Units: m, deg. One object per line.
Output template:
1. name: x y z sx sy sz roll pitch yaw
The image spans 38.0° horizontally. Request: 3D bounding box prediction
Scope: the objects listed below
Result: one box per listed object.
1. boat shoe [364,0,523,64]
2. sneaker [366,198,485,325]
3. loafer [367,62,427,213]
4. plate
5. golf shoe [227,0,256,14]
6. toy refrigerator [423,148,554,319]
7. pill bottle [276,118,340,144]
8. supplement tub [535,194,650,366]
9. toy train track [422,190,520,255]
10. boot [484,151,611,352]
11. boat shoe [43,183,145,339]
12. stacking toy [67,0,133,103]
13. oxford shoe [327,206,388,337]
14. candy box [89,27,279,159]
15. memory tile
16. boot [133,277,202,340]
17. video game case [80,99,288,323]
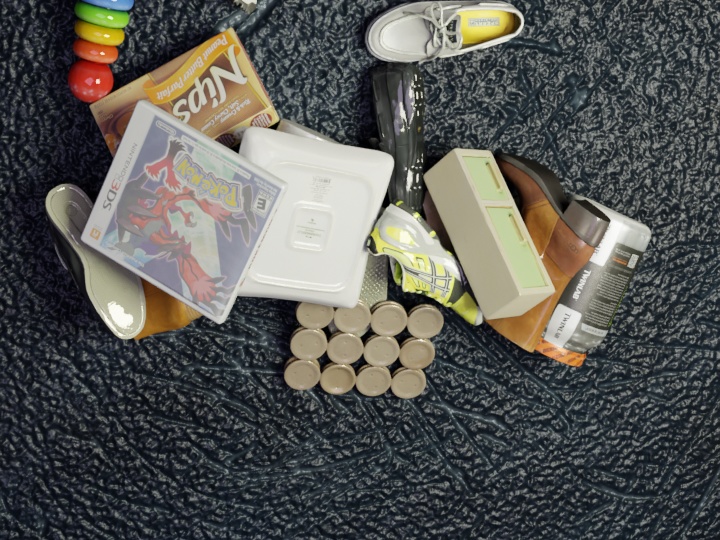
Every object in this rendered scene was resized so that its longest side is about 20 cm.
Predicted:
1. boat shoe: 0.106 -0.293 1.281 0.198 0.086 0.076 -6 105 -7
2. sneaker: 0.082 0.002 1.298 0.076 0.075 0.200 -44 112 -2
3. loafer: 0.045 -0.158 1.316 0.069 0.068 0.205 0 98 23
4. plate: -0.063 -0.054 1.235 0.196 0.032 0.203 8 105 -26
5. golf shoe: -0.162 -0.402 1.222 0.094 0.078 0.202 -31 107 0
6. toy refrigerator: 0.158 -0.048 1.280 0.070 0.075 0.203 -39 65 39
7. pill bottle: -0.099 -0.078 1.292 0.111 0.112 0.203 20 100 -12
8. supplement tub: 0.286 0.014 1.364 0.121 0.123 0.203 21 99 -12
9. toy train track: 0.139 -0.062 1.374 0.197 0.033 0.117 -19 99 -9
10. boot: 0.201 -0.029 1.334 0.188 0.068 0.202 40 114 24
11. boat shoe: -0.326 -0.007 1.282 0.071 0.067 0.202 -29 91 -32
12. stacking toy: -0.306 -0.297 1.229 0.084 0.086 0.203 12 106 -11
13. oxford shoe: 0.000 0.000 1.358 0.074 0.058 0.203 4 118 -15
14. candy box: -0.211 -0.189 1.255 0.198 0.055 0.117 -28 77 -1
15. memory tile: 0.003 0.102 1.378 0.196 0.017 0.155 6 121 -11
16. boot: -0.262 -0.022 1.308 0.142 0.071 0.205 -16 95 9
17. video game case: -0.205 -0.066 1.195 0.198 0.023 0.184 29 106 6
